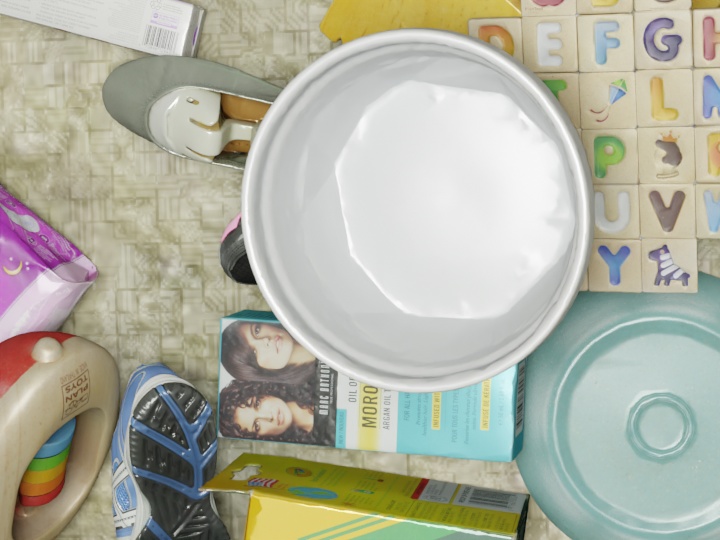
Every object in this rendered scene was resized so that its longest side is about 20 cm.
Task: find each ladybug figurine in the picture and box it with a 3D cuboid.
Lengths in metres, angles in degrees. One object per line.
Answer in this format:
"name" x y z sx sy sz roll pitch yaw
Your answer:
"ladybug figurine" -0.221 0.111 1.052 0.072 0.136 0.201 35 130 18

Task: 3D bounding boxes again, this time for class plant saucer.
"plant saucer" 0.194 0.099 1.044 0.198 0.036 0.202 1 94 10

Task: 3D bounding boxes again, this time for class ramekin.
"ramekin" 0.041 -0.038 0.923 0.199 0.105 0.202 2 98 17

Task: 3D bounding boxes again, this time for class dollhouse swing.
"dollhouse swing" 0.120 -0.174 1.039 0.200 0.176 0.182 43 140 4

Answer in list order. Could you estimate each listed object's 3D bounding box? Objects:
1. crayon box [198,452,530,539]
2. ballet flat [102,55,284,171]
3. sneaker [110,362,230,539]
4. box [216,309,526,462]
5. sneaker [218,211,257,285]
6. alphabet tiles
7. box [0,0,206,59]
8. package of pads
"crayon box" 0.004 0.163 1.033 0.199 0.127 0.051 8 95 9
"ballet flat" -0.075 -0.092 1.045 0.199 0.064 0.068 13 120 0
"sneaker" -0.130 0.155 1.086 0.075 0.077 0.201 -2 112 -20
"box" 0.007 0.074 1.056 0.199 0.049 0.083 3 94 14
"sneaker" 0.000 0.000 1.027 0.199 0.079 0.096 -4 63 18
"alphabet tiles" 0.146 -0.084 0.943 0.165 0.006 0.201 2 106 21
"box" -0.203 -0.183 1.086 0.199 0.039 0.042 15 95 8
"package of pads" -0.284 0.042 1.096 0.120 0.076 0.200 40 99 2
